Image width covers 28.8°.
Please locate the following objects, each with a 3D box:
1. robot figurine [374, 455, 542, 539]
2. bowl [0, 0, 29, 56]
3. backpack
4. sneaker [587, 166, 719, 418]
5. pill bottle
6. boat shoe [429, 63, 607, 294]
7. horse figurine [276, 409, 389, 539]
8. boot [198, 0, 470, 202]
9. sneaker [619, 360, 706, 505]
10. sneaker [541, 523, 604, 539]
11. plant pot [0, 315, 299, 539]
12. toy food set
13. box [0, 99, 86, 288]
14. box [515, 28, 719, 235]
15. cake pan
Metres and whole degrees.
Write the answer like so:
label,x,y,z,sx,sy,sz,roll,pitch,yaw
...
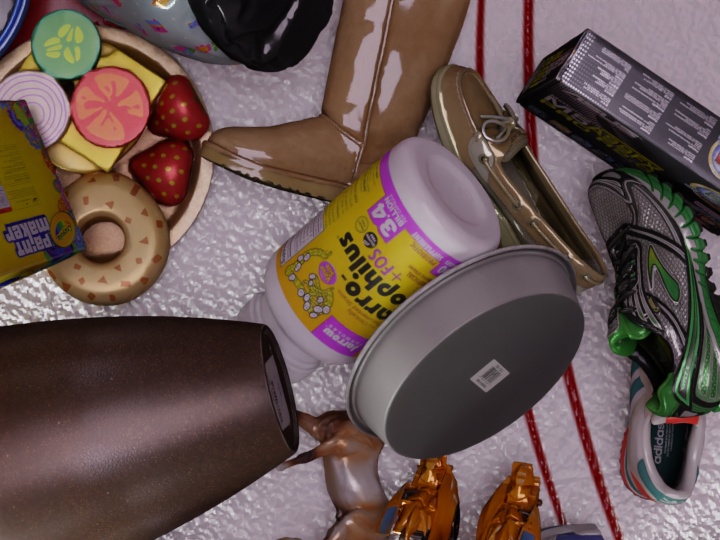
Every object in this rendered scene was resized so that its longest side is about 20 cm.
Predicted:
label,x,y,z,sx,sy,sz,roll,pitch,yaw
robot figurine,0.063,0.214,1.011,0.144,0.200,0.059,7,123,15
bowl,-0.342,-0.226,1.054,0.198,0.039,0.203,0,88,0
backpack,-0.134,-0.227,1.002,0.199,0.167,0.127,28,74,29
sneaker,0.214,0.013,1.027,0.084,0.078,0.201,-14,67,-18
pill bottle,0.000,0.000,1.026,0.200,0.104,0.104,-40,93,28
boat shoe,0.120,-0.071,1.067,0.063,0.073,0.202,-22,97,37
horse figurine,-0.018,0.169,1.071,0.132,0.050,0.202,-4,85,-35
boot,-0.018,-0.155,1.074,0.174,0.066,0.202,15,91,-17
sneaker,0.242,0.083,1.077,0.070,0.093,0.202,4,91,-4
sneaker,0.105,0.272,1.053,0.198,0.115,0.081,-18,111,-1
plant pot,-0.150,0.108,0.988,0.198,0.187,0.189,-14,92,6
toy food set,-0.211,-0.089,1.067,0.197,0.049,0.201,32,89,-4
box,-0.330,-0.021,0.959,0.191,0.200,0.123,-22,93,18
box,0.220,-0.097,1.040,0.199,0.160,0.044,33,89,-5
cake pan,0.083,0.066,1.023,0.199,0.201,0.037,-34,56,-3
